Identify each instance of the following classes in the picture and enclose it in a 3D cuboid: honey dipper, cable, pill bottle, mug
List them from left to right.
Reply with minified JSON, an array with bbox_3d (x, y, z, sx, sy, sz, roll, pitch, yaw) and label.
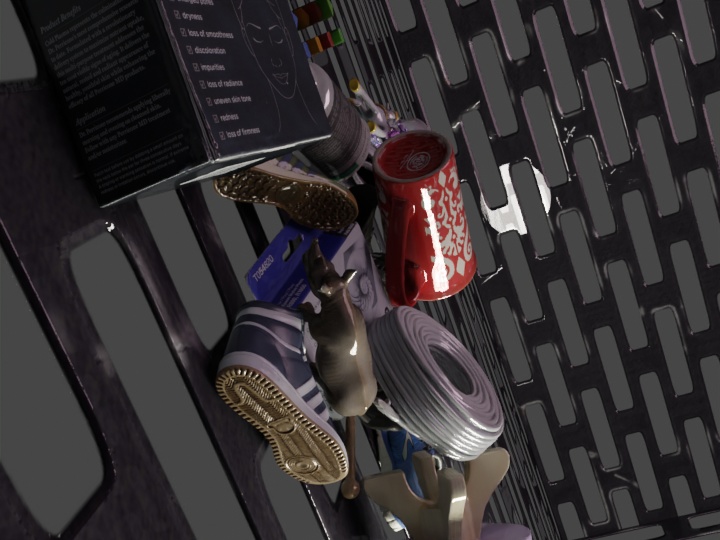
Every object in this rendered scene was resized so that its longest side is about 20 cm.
[{"bbox_3d":[-0.070,-0.204,0.969,0.200,0.111,0.115,35,40,-63],"label":"pill bottle"},{"bbox_3d":[-0.012,0.186,0.905,0.038,0.037,0.203,57,24,-46],"label":"honey dipper"},{"bbox_3d":[0.087,-0.062,0.977,0.180,0.130,0.202,-95,173,-46],"label":"mug"},{"bbox_3d":[0.088,0.128,0.869,0.199,0.069,0.201,41,19,-19],"label":"cable"}]

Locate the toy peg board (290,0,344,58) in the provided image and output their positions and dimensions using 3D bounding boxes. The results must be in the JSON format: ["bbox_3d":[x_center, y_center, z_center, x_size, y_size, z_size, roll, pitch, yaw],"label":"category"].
[{"bbox_3d":[-0.106,-0.403,1.109,0.200,0.096,0.203,-71,141,-67],"label":"toy peg board"}]

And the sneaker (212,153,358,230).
[{"bbox_3d":[-0.086,-0.113,0.815,0.198,0.067,0.091,15,45,-44],"label":"sneaker"}]

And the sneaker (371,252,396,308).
[{"bbox_3d":[0.067,0.042,1.146,0.199,0.075,0.118,18,-56,57],"label":"sneaker"}]

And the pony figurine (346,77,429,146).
[{"bbox_3d":[0.050,-0.289,1.518,0.199,0.165,0.196,8,56,-57],"label":"pony figurine"}]

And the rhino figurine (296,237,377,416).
[{"bbox_3d":[-0.025,0.058,0.729,0.087,0.059,0.204,36,-39,54],"label":"rhino figurine"}]

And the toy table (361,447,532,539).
[{"bbox_3d":[0.101,0.288,0.873,0.183,0.196,0.120,161,-80,-69],"label":"toy table"}]

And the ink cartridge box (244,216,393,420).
[{"bbox_3d":[-0.037,0.033,0.861,0.203,0.040,0.201,64,34,-26],"label":"ink cartridge box"}]

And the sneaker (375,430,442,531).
[{"bbox_3d":[0.073,0.261,1.025,0.079,0.087,0.203,59,19,-44],"label":"sneaker"}]

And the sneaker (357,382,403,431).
[{"bbox_3d":[0.034,0.130,1.003,0.200,0.073,0.118,-90,-176,-74],"label":"sneaker"}]

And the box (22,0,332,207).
[{"bbox_3d":[-0.141,-0.177,0.590,0.200,0.122,0.201,-32,106,-63],"label":"box"}]

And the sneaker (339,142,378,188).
[{"bbox_3d":[-0.018,-0.179,1.104,0.200,0.075,0.115,43,13,3],"label":"sneaker"}]

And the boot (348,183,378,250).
[{"bbox_3d":[0.000,0.000,1.043,0.174,0.068,0.204,50,55,-55],"label":"boot"}]

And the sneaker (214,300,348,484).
[{"bbox_3d":[-0.065,0.115,0.707,0.110,0.069,0.201,-88,154,-48],"label":"sneaker"}]
